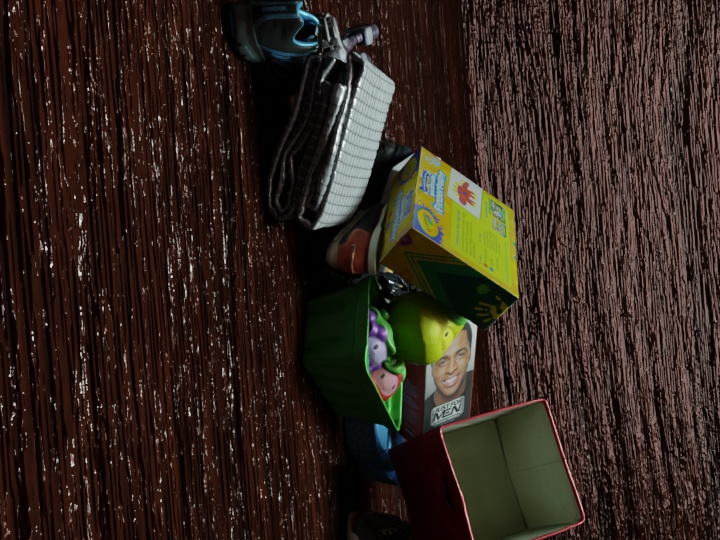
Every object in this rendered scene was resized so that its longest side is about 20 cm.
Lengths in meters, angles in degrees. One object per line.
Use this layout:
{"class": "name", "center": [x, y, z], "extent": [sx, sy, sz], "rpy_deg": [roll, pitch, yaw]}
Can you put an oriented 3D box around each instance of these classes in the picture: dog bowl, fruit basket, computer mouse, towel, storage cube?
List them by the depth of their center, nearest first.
{"class": "towel", "center": [-0.038, -0.154, 1.029], "extent": [0.165, 0.085, 0.202], "rpy_deg": [-17, 124, -75]}
{"class": "fruit basket", "center": [0.044, 0.100, 1.124], "extent": [0.216, 0.213, 0.157], "rpy_deg": [65, 24, -54]}
{"class": "computer mouse", "center": [0.000, 0.000, 1.194], "extent": [0.199, 0.034, 0.059], "rpy_deg": [30, 25, -43]}
{"class": "storage cube", "center": [0.168, 0.294, 1.199], "extent": [0.180, 0.198, 0.172], "rpy_deg": [-43, -119, 60]}
{"class": "dog bowl", "center": [0.022, 0.246, 1.295], "extent": [0.201, 0.049, 0.112], "rpy_deg": [67, 23, -51]}

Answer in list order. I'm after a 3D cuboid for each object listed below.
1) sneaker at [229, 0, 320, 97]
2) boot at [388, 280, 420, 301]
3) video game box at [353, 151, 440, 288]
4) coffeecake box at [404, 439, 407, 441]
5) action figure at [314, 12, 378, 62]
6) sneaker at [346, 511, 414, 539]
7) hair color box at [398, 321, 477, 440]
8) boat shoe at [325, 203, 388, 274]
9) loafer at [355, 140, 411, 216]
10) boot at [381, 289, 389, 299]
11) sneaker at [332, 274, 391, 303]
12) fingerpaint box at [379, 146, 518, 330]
{"class": "sneaker", "center": [-0.078, -0.248, 0.984], "extent": [0.200, 0.081, 0.074], "rpy_deg": [15, 69, -77]}
{"class": "boot", "center": [0.094, -0.036, 1.307], "extent": [0.175, 0.069, 0.201], "rpy_deg": [99, 6, -57]}
{"class": "video game box", "center": [0.059, -0.080, 1.323], "extent": [0.200, 0.046, 0.184], "rpy_deg": [-46, 154, -68]}
{"class": "coffeecake box", "center": [0.115, 0.183, 1.491], "extent": [0.200, 0.072, 0.154], "rpy_deg": [-64, 175, -57]}
{"class": "action figure", "center": [-0.029, -0.302, 1.238], "extent": [0.200, 0.069, 0.131], "rpy_deg": [-52, 143, -65]}
{"class": "sneaker", "center": [0.033, 0.374, 1.226], "extent": [0.200, 0.081, 0.078], "rpy_deg": [17, 69, -75]}
{"class": "hair color box", "center": [0.114, 0.156, 1.299], "extent": [0.101, 0.061, 0.202], "rpy_deg": [-16, 118, -33]}
{"class": "boat shoe", "center": [0.002, -0.043, 1.132], "extent": [0.200, 0.062, 0.072], "rpy_deg": [-66, 158, -69]}
{"class": "loafer", "center": [0.014, -0.116, 1.347], "extent": [0.073, 0.072, 0.201], "rpy_deg": [100, 12, -61]}
{"class": "boot", "center": [0.068, 0.032, 1.501], "extent": [0.201, 0.072, 0.151], "rpy_deg": [-80, 162, -48]}
{"class": "sneaker", "center": [0.010, 0.054, 1.236], "extent": [0.200, 0.084, 0.079], "rpy_deg": [45, 43, -68]}
{"class": "fingerpaint box", "center": [0.116, -0.045, 1.123], "extent": [0.166, 0.073, 0.201], "rpy_deg": [32, 34, -16]}
